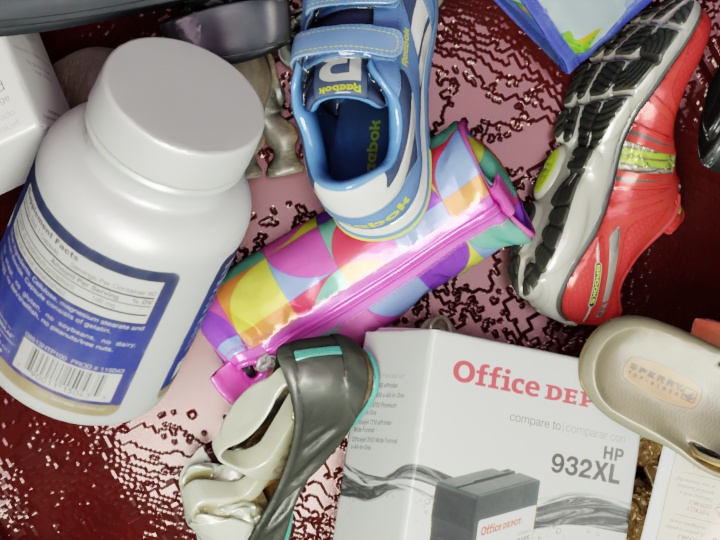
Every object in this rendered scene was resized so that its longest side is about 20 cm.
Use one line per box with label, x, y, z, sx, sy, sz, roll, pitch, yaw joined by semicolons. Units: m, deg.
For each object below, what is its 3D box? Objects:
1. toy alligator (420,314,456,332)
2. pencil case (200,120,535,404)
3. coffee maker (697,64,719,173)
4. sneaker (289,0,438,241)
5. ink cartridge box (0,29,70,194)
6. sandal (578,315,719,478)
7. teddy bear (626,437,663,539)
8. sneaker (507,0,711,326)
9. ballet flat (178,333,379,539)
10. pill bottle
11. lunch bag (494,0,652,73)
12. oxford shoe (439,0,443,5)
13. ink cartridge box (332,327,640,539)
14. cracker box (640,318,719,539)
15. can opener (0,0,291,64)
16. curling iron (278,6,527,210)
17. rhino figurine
toy alligator;0.045;0.125;1.529;0.059;0.054;0.200;-7;91;-28
pencil case;0.000;0.000;1.500;0.200;0.088;0.088;-36;92;6
coffee maker;0.292;-0.061;1.491;0.200;0.135;0.192;25;91;-2
sneaker;0.000;-0.119;1.435;0.074;0.082;0.200;-8;81;18
ink cartridge box;-0.261;-0.131;1.472;0.146;0.085;0.200;-25;77;8
sandal;0.213;0.078;1.420;0.200;0.054;0.080;21;85;3
teddy bear;0.216;0.122;1.536;0.200;0.067;0.145;-11;82;5
sneaker;0.155;-0.061;1.530;0.085;0.077;0.200;27;88;-25
ballet flat;-0.061;0.110;1.482;0.068;0.068;0.200;6;127;-32
pill bottle;-0.126;-0.023;1.429;0.120;0.120;0.200;27;129;-2
lunch bag;0.115;-0.237;1.495;0.170;0.127;0.200;-42;104;-2
oxford shoe;-0.043;-0.184;1.519;0.200;0.070;0.075;25;100;6
ink cartridge box;0.067;0.140;1.461;0.145;0.084;0.200;12;82;-26
cracker box;0.226;0.140;1.469;0.134;0.058;0.200;14;82;9
can opener;-0.120;-0.150;1.429;0.200;0.063;0.079;-7;78;-33
curling iron;0.033;-0.085;1.537;0.200;0.026;0.050;41;92;-2
rhino figurine;-0.137;-0.086;1.516;0.200;0.060;0.088;-7;92;4
